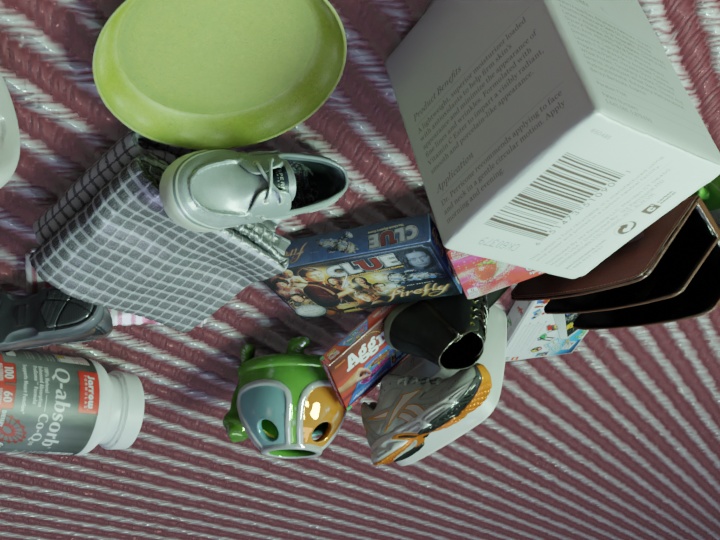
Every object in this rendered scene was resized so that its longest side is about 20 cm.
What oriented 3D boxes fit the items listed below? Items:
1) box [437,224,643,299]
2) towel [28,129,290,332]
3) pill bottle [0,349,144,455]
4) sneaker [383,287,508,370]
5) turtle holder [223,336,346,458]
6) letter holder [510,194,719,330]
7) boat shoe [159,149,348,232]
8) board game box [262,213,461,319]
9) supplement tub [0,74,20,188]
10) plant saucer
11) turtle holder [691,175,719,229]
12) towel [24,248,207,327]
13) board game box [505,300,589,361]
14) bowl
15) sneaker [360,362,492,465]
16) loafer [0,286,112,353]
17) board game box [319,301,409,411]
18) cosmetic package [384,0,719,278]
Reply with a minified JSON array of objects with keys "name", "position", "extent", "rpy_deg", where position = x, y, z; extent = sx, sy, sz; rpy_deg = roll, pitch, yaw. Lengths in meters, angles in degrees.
[{"name":"box","position":[0.181,-0.063,0.949],"extent":[0.198,0.100,0.096],"rpy_deg":[-20,141,10]},{"name":"towel","position":[-0.180,-0.025,0.852],"extent":[0.165,0.086,0.199],"rpy_deg":[-37,137,26]},{"name":"pill bottle","position":[-0.365,0.156,1.070],"extent":[0.199,0.117,0.116],"rpy_deg":[13,141,-40]},{"name":"sneaker","position":[0.133,0.049,1.057],"extent":[0.199,0.106,0.075],"rpy_deg":[-34,125,-23]},{"name":"turtle holder","position":[-0.105,0.169,1.165],"extent":[0.183,0.133,0.141],"rpy_deg":[-4,159,12]},{"name":"letter holder","position":[0.284,0.016,1.000],"extent":[0.142,0.101,0.199],"rpy_deg":[-45,-163,-30]},{"name":"boat shoe","position":[-0.085,-0.078,0.796],"extent":[0.071,0.071,0.200],"rpy_deg":[-11,-179,37]},{"name":"board game box","position":[0.000,0.000,1.009],"extent":[0.198,0.035,0.136],"rpy_deg":[-10,152,18]},{"name":"supplement tub","position":[-0.358,-0.091,0.626],"extent":[0.198,0.147,0.146],"rpy_deg":[-20,150,9]},{"name":"plant saucer","position":[-0.110,-0.171,0.718],"extent":[0.198,0.031,0.201],"rpy_deg":[-10,151,-6]},{"name":"turtle holder","position":[0.442,-0.044,1.067],"extent":[0.130,0.142,0.186],"rpy_deg":[-16,149,-6]},{"name":"towel","position":[-0.255,0.020,0.976],"extent":[0.198,0.030,0.147],"rpy_deg":[-3,147,-19]},{"name":"board game box","position":[0.271,0.065,1.279],"extent":[0.125,0.035,0.201],"rpy_deg":[-6,149,-14]},{"name":"bowl","position":[0.096,0.132,1.184],"extent":[0.074,0.201,0.199],"rpy_deg":[38,128,-18]},{"name":"sneaker","position":[0.066,0.150,1.070],"extent":[0.075,0.093,0.200],"rpy_deg":[1,145,-49]},{"name":"loafer","position":[-0.352,0.058,0.930],"extent":[0.197,0.073,0.063],"rpy_deg":[-4,150,6]},{"name":"board game box","position":[0.042,0.074,1.095],"extent":[0.200,0.019,0.103],"rpy_deg":[-40,141,-16]},{"name":"cosmetic package","position":[0.147,-0.129,0.730],"extent":[0.164,0.202,0.165],"rpy_deg":[12,141,-37]}]
